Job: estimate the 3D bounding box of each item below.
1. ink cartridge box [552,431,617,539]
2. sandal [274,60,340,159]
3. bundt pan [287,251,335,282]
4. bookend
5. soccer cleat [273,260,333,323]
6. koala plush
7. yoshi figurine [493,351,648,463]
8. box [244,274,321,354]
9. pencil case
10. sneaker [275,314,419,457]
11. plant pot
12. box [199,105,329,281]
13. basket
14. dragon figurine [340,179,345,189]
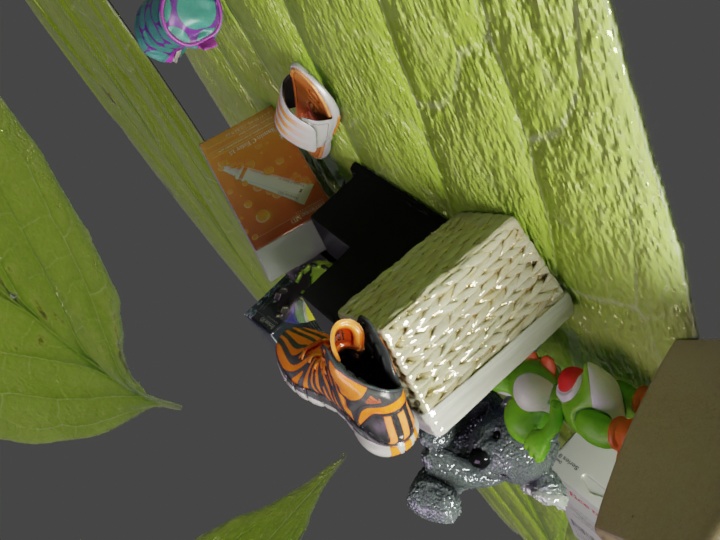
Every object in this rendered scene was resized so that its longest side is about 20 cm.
[{"bbox_3d":[0.336,0.313,0.986,0.145,0.084,0.201,34,161,46],"label":"ink cartridge box"},{"bbox_3d":[-0.071,-0.178,0.954,0.079,0.059,0.207,45,166,10],"label":"sandal"},{"bbox_3d":[-0.106,-0.054,1.228,0.203,0.075,0.202,53,-170,-13],"label":"bundt pan"},{"bbox_3d":[0.000,0.000,0.927,0.198,0.200,0.093,36,163,37],"label":"bookend"},{"bbox_3d":[-0.061,0.032,1.123,0.199,0.082,0.066,-30,59,56],"label":"soccer cleat"},{"bbox_3d":[0.172,0.215,0.964,0.198,0.181,0.182,-14,85,53],"label":"koala plush"},{"bbox_3d":[0.224,0.156,0.808,0.111,0.114,0.198,25,173,-41],"label":"yoshi figurine"},{"bbox_3d":[-0.090,0.067,1.397,0.108,0.200,0.148,52,165,-26],"label":"box"},{"bbox_3d":[-0.247,-0.333,1.023,0.199,0.084,0.094,21,135,64],"label":"pencil case"},{"bbox_3d":[-0.020,0.080,0.727,0.198,0.077,0.114,28,143,41],"label":"sneaker"},{"bbox_3d":[0.297,0.186,0.557,0.200,0.177,0.200,47,167,-4],"label":"plant pot"},{"bbox_3d":[-0.127,-0.111,1.084,0.202,0.123,0.098,58,172,25],"label":"box"},{"bbox_3d":[0.091,0.044,0.774,0.125,0.199,0.135,56,164,-18],"label":"basket"},{"bbox_3d":[0.024,-0.030,1.052,0.059,0.097,0.204,78,-177,-66],"label":"dragon figurine"}]
